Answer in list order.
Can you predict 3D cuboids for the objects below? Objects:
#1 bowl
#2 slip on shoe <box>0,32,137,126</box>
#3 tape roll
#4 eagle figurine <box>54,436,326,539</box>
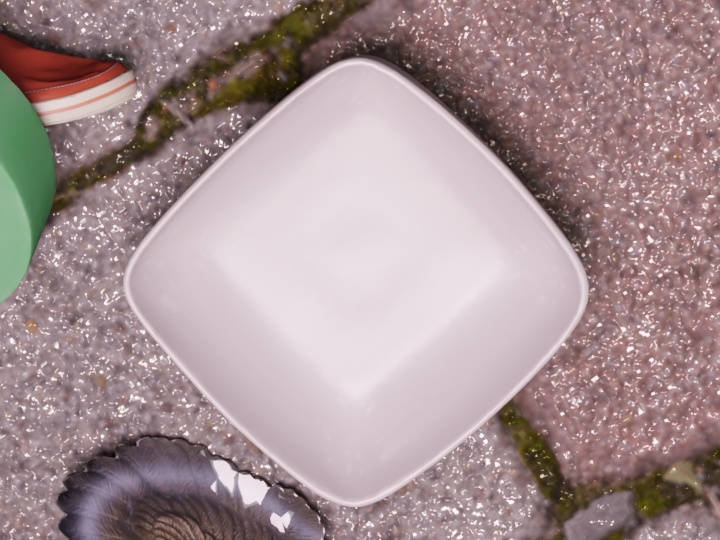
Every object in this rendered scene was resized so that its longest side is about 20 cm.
[{"bbox_3d":[0.000,0.000,1.239,0.200,0.075,0.200,-42,102,13],"label":"bowl"},{"bbox_3d":[-0.215,-0.109,1.211,0.199,0.074,0.062,7,105,4],"label":"slip on shoe"},{"bbox_3d":[-0.256,-0.053,1.187,0.199,0.048,0.201,9,141,8],"label":"tape roll"},{"bbox_3d":[-0.070,0.191,1.292,0.199,0.151,0.152,16,65,26],"label":"eagle figurine"}]
